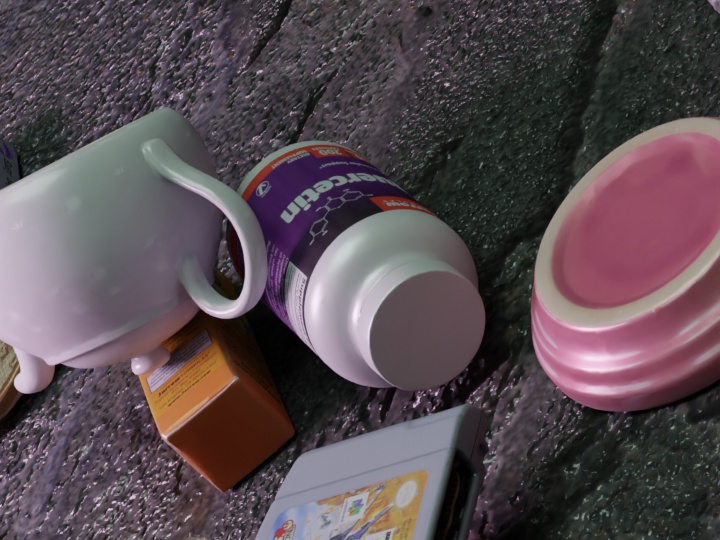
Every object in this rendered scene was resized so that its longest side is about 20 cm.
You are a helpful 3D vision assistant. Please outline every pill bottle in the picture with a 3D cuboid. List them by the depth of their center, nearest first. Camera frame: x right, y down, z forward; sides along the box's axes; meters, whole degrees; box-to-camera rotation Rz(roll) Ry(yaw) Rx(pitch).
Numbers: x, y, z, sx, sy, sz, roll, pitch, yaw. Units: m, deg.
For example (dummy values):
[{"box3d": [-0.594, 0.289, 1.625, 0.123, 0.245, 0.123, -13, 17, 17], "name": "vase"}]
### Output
[{"box3d": [0.000, 0.000, 1.740, 0.112, 0.112, 0.200, -46, 32, -2], "name": "pill bottle"}]

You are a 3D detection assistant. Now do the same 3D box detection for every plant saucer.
[{"box3d": [0.174, -0.014, 1.616, 0.200, 0.051, 0.201, -30, 35, 24], "name": "plant saucer"}]

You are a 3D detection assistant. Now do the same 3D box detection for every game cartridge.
[{"box3d": [-0.006, 0.164, 1.529, 0.133, 0.042, 0.200, -15, 38, 29], "name": "game cartridge"}]

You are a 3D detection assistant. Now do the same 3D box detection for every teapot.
[{"box3d": [-0.159, -0.004, 1.779, 0.197, 0.147, 0.200, -27, 4, 0], "name": "teapot"}]

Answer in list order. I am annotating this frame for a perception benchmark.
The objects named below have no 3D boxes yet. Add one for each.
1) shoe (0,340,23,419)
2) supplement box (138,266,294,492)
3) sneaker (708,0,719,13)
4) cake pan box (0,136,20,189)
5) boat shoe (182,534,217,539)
[{"box3d": [-0.253, 0.064, 2.025, 0.070, 0.053, 0.200, 41, 91, 26], "name": "shoe"}, {"box3d": [-0.106, 0.055, 1.843, 0.069, 0.067, 0.200, -41, 33, 7], "name": "supplement box"}, {"box3d": [0.295, -0.161, 1.618, 0.200, 0.075, 0.105, 24, 76, 48], "name": "sneaker"}, {"box3d": [-0.341, -0.007, 2.199, 0.184, 0.052, 0.200, -35, 33, 13], "name": "cake pan box"}, {"box3d": [-0.090, 0.218, 1.646, 0.072, 0.060, 0.202, -36, 33, 15], "name": "boat shoe"}]
